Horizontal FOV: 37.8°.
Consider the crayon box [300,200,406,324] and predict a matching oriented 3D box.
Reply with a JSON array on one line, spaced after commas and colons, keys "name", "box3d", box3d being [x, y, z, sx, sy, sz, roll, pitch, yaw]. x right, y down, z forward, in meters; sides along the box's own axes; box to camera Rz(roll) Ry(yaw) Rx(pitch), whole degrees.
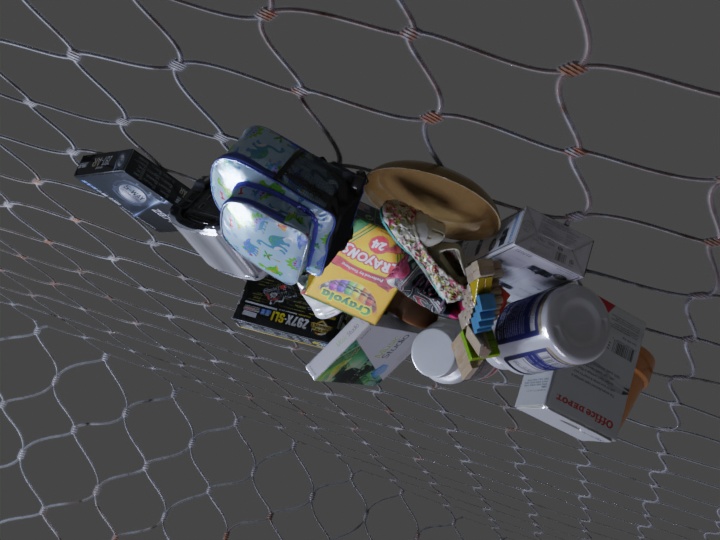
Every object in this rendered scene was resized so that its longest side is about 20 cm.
[{"name": "crayon box", "box3d": [0.000, 0.000, 1.622, 0.126, 0.051, 0.200, 23, 123, -11]}]

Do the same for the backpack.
[{"name": "backpack", "box3d": [-0.116, -0.094, 1.470, 0.200, 0.147, 0.183, 34, 149, 10]}]

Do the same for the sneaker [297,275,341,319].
[{"name": "sneaker", "box3d": [-0.016, 0.005, 1.706, 0.199, 0.075, 0.100, -29, 113, 22]}]

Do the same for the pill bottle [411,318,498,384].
[{"name": "pill bottle", "box3d": [0.165, 0.138, 1.806, 0.110, 0.111, 0.200, 9, -177, 28]}]

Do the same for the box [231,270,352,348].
[{"name": "box", "box3d": [-0.106, 0.043, 1.845, 0.199, 0.160, 0.049, 12, 161, 19]}]

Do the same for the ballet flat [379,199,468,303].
[{"name": "ballet flat", "box3d": [0.103, -0.034, 1.476, 0.064, 0.076, 0.200, -19, 130, 29]}]

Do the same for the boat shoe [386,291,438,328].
[{"name": "boat shoe", "box3d": [0.044, 0.032, 1.808, 0.200, 0.070, 0.070, 34, -163, -20]}]

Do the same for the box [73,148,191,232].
[{"name": "box", "box3d": [-0.366, -0.133, 1.803, 0.160, 0.044, 0.200, 1, 153, 44]}]

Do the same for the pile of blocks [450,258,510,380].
[{"name": "pile of blocks", "box3d": [0.181, 0.068, 1.477, 0.062, 0.082, 0.201, -9, 130, -17]}]

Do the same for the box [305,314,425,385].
[{"name": "box", "box3d": [0.015, 0.138, 1.814, 0.200, 0.144, 0.036, 15, -146, -55]}]

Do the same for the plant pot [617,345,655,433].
[{"name": "plant pot", "box3d": [0.388, 0.195, 1.800, 0.199, 0.141, 0.200, 19, 161, 7]}]

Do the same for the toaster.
[{"name": "toaster", "box3d": [-0.199, -0.065, 1.659, 0.200, 0.114, 0.129, 14, 147, 45]}]

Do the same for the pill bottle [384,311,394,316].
[{"name": "pill bottle", "box3d": [-0.036, 0.068, 1.918, 0.199, 0.112, 0.112, 18, 161, 4]}]

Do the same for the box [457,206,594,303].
[{"name": "box", "box3d": [0.227, -0.017, 1.502, 0.116, 0.060, 0.200, 24, 160, -13]}]

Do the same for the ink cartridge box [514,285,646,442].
[{"name": "ink cartridge box", "box3d": [0.340, 0.147, 1.620, 0.144, 0.201, 0.084, 27, 160, -20]}]

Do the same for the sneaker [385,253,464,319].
[{"name": "sneaker", "box3d": [0.107, 0.019, 1.573, 0.075, 0.081, 0.200, 50, -167, 27]}]

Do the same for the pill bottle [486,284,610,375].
[{"name": "pill bottle", "box3d": [0.258, 0.091, 1.517, 0.111, 0.112, 0.200, 26, 159, -18]}]

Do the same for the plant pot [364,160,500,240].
[{"name": "plant pot", "box3d": [0.101, -0.100, 1.455, 0.199, 0.028, 0.200, 19, 161, 7]}]
